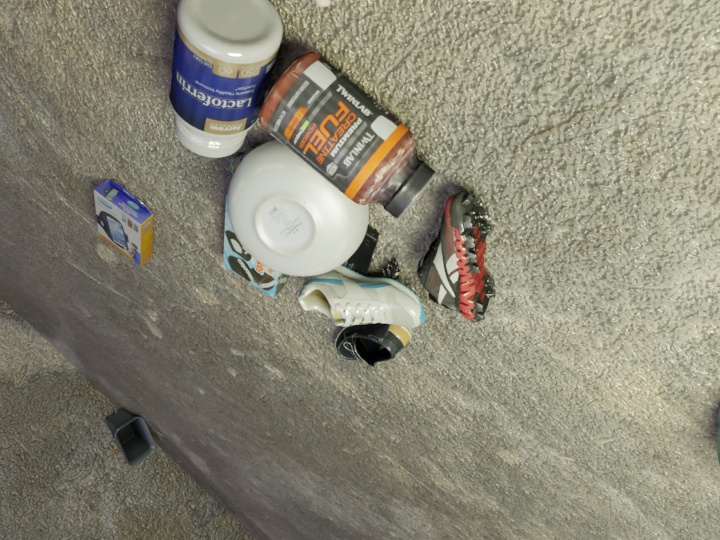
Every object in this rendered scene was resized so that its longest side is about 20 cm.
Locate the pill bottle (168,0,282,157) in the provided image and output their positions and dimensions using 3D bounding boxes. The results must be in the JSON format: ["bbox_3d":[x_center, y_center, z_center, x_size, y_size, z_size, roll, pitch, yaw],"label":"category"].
[{"bbox_3d":[-0.170,-0.233,0.754,0.116,0.116,0.200,37,147,1],"label":"pill bottle"}]

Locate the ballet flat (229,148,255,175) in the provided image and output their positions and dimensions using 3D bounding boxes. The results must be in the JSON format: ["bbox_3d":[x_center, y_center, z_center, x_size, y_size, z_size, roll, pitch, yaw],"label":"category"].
[{"bbox_3d":[-0.108,-0.095,0.911,0.072,0.072,0.200,-8,127,47],"label":"ballet flat"}]

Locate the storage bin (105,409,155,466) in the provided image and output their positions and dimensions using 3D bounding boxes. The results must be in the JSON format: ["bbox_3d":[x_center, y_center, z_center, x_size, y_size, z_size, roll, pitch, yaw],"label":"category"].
[{"bbox_3d":[-0.938,0.663,2.499,0.134,0.145,0.200,20,132,40],"label":"storage bin"}]

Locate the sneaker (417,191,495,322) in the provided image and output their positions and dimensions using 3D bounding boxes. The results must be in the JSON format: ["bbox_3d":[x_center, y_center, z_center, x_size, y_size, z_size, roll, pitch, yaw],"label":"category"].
[{"bbox_3d":[0.114,-0.018,0.786,0.098,0.071,0.201,15,142,27],"label":"sneaker"}]

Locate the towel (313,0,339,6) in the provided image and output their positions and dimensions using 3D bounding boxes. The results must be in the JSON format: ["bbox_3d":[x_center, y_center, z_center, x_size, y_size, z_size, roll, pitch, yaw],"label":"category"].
[{"bbox_3d":[-0.066,-0.346,0.494,0.200,0.032,0.191,59,167,21],"label":"towel"}]

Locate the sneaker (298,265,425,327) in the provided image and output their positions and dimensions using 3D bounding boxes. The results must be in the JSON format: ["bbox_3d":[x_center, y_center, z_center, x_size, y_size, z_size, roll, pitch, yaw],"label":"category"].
[{"bbox_3d":[0.001,0.051,0.929,0.200,0.081,0.077,15,138,29],"label":"sneaker"}]

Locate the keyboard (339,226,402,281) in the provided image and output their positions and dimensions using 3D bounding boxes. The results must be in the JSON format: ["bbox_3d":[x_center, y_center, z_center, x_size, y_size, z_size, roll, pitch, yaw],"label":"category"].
[{"bbox_3d":[0.000,0.000,0.961,0.127,0.021,0.200,33,147,10],"label":"keyboard"}]

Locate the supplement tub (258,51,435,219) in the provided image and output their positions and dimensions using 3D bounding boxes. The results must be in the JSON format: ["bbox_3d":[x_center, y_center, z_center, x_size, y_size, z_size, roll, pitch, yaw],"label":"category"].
[{"bbox_3d":[-0.011,-0.149,0.717,0.200,0.107,0.107,39,146,-2],"label":"supplement tub"}]

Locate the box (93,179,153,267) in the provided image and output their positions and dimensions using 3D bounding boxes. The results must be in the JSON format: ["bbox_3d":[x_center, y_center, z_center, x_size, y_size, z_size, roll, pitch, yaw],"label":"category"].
[{"bbox_3d":[-0.481,-0.097,1.271,0.119,0.041,0.200,36,149,3],"label":"box"}]

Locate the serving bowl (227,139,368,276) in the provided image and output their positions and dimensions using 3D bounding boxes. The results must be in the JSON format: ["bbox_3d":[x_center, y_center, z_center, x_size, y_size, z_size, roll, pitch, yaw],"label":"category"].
[{"bbox_3d":[-0.092,-0.073,0.843,0.200,0.066,0.200,6,120,10],"label":"serving bowl"}]

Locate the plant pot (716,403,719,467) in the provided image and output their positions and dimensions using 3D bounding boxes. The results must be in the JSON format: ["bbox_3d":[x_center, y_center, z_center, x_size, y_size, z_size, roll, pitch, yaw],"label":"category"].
[{"bbox_3d":[0.489,0.229,0.677,0.200,0.134,0.200,25,144,20],"label":"plant pot"}]

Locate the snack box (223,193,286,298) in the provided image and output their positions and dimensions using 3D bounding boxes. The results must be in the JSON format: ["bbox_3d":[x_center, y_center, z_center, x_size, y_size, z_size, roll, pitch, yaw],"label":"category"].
[{"bbox_3d":[-0.173,-0.043,1.052,0.116,0.037,0.200,32,146,8],"label":"snack box"}]

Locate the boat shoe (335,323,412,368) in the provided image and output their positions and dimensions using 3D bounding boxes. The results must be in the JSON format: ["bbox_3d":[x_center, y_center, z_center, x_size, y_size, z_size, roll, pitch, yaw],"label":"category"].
[{"bbox_3d":[0.010,0.128,1.065,0.075,0.062,0.200,46,147,-15],"label":"boat shoe"}]
